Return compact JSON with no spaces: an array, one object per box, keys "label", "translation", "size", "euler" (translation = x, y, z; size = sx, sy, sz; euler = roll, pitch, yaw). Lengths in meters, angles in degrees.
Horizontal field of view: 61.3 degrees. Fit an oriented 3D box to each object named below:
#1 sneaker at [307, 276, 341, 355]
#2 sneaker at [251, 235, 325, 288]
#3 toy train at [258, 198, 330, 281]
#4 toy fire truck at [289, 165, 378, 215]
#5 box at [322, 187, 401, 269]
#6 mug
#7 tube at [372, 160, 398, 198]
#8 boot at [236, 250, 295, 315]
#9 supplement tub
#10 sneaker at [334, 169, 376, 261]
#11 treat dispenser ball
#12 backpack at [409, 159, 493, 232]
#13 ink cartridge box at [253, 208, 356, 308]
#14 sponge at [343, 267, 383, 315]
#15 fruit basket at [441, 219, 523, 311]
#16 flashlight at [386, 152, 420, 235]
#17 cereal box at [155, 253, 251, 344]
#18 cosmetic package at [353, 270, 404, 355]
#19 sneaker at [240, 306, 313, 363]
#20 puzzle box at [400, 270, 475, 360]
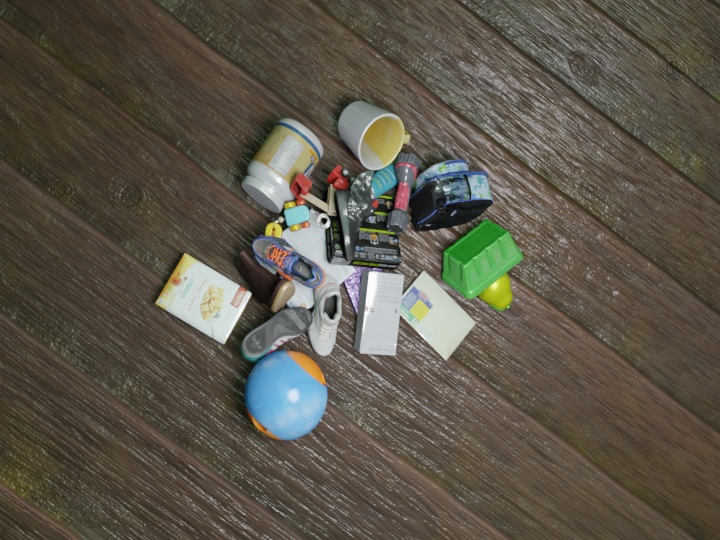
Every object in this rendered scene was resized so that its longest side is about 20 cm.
[{"label":"sneaker","translation":[-0.086,0.124,1.497],"size":[0.075,0.100,0.207],"euler":[0,109,-15]},{"label":"sneaker","translation":[-0.172,-0.026,1.451],"size":[0.195,0.078,0.077],"euler":[26,88,1]},{"label":"toy train","translation":[-0.168,-0.075,1.519],"size":[0.149,0.056,0.202],"euler":[36,89,-1]},{"label":"toy fire truck","translation":[-0.062,-0.184,1.506],"size":[0.199,0.049,0.142],"euler":[42,54,-3]},{"label":"box","translation":[0.004,-0.107,1.561],"size":[0.194,0.048,0.199],"euler":[4,64,-24]},{"label":"mug","translation":[0.025,-0.360,1.609],"size":[0.151,0.185,0.153],"euler":[-51,51,5]},{"label":"tube","translation":[0.071,-0.246,1.615],"size":[0.078,0.050,0.199],"euler":[52,48,-3]},{"label":"boot","translation":[-0.238,0.021,1.464],"size":[0.072,0.200,0.167],"euler":[-39,85,-25]},{"label":"supplement tub","translation":[-0.200,-0.265,1.548],"size":[0.143,0.145,0.203],"euler":[33,77,-2]},{"label":"sneaker","translation":[-0.005,-0.132,1.462],"size":[0.101,0.060,0.207],"euler":[-10,95,-13]},{"label":"treat dispenser ball","translation":[-0.175,0.291,1.425],"size":[0.194,0.201,0.208],"euler":[2,80,-9]},{"label":"backpack","translation":[0.239,-0.201,1.592],"size":[0.194,0.183,0.152],"euler":[-7,77,-22]},{"label":"ink cartridge box","translation":[-0.142,-0.017,1.557],"size":[0.198,0.041,0.202],"euler":[-36,85,0]},{"label":"sponge","translation":[0.000,0.000,1.593],"size":[0.109,0.030,0.205],"euler":[-22,84,-12]},{"label":"fruit basket","translation":[0.330,0.004,1.612],"size":[0.210,0.155,0.222],"euler":[-16,123,-26]},{"label":"flashlight","translation":[0.107,-0.200,1.568],"size":[0.066,0.068,0.206],"euler":[19,70,-17]},{"label":"cereal box","translation":[-0.387,0.071,1.511],"size":[0.196,0.040,0.147],"euler":[29,77,-3]},{"label":"cosmetic package","translation":[0.046,0.107,1.536],"size":[0.098,0.074,0.207],"euler":[5,90,-15]},{"label":"sneaker","translation":[-0.213,0.163,1.489],"size":[0.197,0.121,0.085],"euler":[-26,83,-32]},{"label":"puzzle box","translation":[0.193,0.118,1.606],"size":[0.200,0.025,0.133],"euler":[45,77,1]}]
